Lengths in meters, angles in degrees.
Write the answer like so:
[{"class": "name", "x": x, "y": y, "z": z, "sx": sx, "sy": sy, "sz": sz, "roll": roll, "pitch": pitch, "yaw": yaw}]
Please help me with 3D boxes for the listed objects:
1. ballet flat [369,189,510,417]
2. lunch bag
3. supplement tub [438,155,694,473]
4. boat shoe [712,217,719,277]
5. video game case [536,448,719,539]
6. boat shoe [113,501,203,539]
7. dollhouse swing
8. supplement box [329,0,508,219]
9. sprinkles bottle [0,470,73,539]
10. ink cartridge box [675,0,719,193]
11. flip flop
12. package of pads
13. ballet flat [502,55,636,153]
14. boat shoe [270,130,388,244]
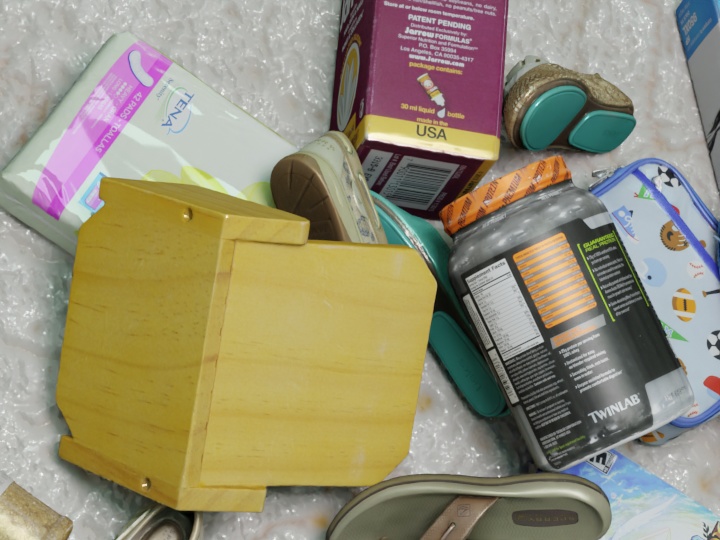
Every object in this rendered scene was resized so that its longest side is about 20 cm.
[{"class": "ballet flat", "x": 0.063, "y": 0.016, "z": 1.715, "sx": 0.070, "sy": 0.067, "sz": 0.200, "roll": -31, "pitch": 81, "yaw": -42}, {"class": "lunch bag", "x": 0.219, "y": 0.017, "z": 1.743, "sx": 0.160, "sy": 0.076, "sz": 0.200, "roll": -33, "pitch": 82, "yaw": -24}, {"class": "supplement tub", "x": 0.138, "y": 0.029, "z": 1.629, "sx": 0.123, "sy": 0.123, "sz": 0.200, "roll": -22, "pitch": 84, "yaw": -20}, {"class": "boat shoe", "x": 0.310, "y": 0.028, "z": 1.684, "sx": 0.084, "sy": 0.069, "sz": 0.200, "roll": -10, "pitch": 73, "yaw": -9}, {"class": "video game case", "x": 0.177, "y": 0.239, "z": 1.666, "sx": 0.181, "sy": 0.045, "sz": 0.200, "roll": 33, "pitch": 66, "yaw": -2}, {"class": "boat shoe", "x": -0.170, "y": 0.233, "z": 1.570, "sx": 0.072, "sy": 0.065, "sz": 0.200, "roll": 36, "pitch": 66, "yaw": 1}, {"class": "dollhouse swing", "x": -0.078, "y": 0.048, "z": 1.613, "sx": 0.176, "sy": 0.182, "sz": 0.200, "roll": -2, "pitch": 104, "yaw": -47}, {"class": "supplement box", "x": 0.042, "y": -0.156, "z": 1.728, "sx": 0.103, "sy": 0.131, "sz": 0.200, "roll": 9, "pitch": 68, "yaw": -11}, {"class": "sprinkles bottle", "x": -0.290, "y": 0.139, "z": 1.573, "sx": 0.200, "sy": 0.068, "sz": 0.068, "roll": 36, "pitch": 66, "yaw": 0}, {"class": "ink cartridge box", "x": 0.342, "y": -0.134, "z": 1.820, "sx": 0.145, "sy": 0.084, "sz": 0.200, "roll": -6, "pitch": 72, "yaw": -15}, {"class": "flip flop", "x": 0.073, "y": 0.183, "z": 1.611, "sx": 0.200, "sy": 0.081, "sz": 0.058, "roll": -4, "pitch": 48, "yaw": 8}, {"class": "package of pads", "x": -0.137, "y": -0.060, "z": 1.683, "sx": 0.200, "sy": 0.068, "sz": 0.155, "roll": 36, "pitch": 67, "yaw": -2}, {"class": "ballet flat", "x": 0.140, "y": -0.124, "z": 1.733, "sx": 0.071, "sy": 0.200, "sz": 0.065, "roll": -48, "pitch": 69, "yaw": 14}, {"class": "boat shoe", "x": 0.000, "y": 0.000, "z": 1.664, "sx": 0.063, "sy": 0.073, "sz": 0.200, "roll": -38, "pitch": 120, "yaw": -43}]
